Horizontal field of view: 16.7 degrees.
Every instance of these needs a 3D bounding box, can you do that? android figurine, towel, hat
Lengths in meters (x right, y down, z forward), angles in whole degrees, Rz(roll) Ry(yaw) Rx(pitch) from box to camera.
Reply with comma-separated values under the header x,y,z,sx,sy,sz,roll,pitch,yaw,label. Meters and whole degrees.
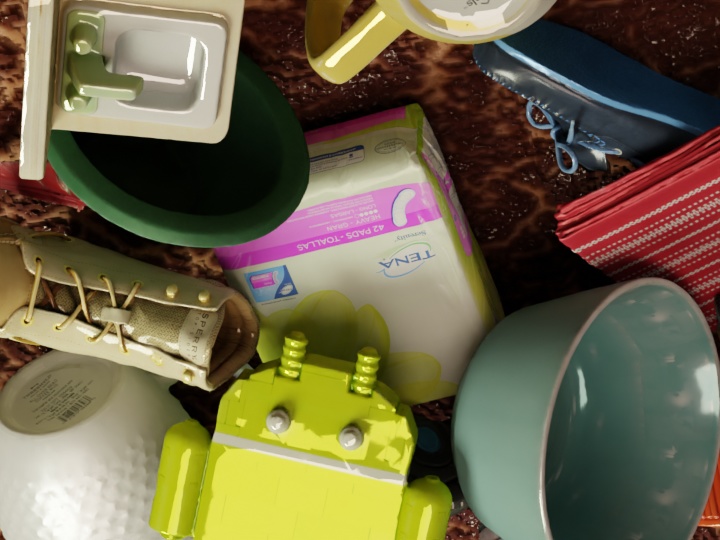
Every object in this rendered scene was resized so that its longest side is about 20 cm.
x,y,z,sx,sy,sz,roll,pitch,yaw,label
-0.035,0.137,1.494,0.181,0.041,0.201,14,102,4,android figurine
0.221,-0.024,1.508,0.144,0.023,0.200,-27,147,22,towel
-0.142,-0.041,1.473,0.165,0.201,0.176,-12,148,-33,hat

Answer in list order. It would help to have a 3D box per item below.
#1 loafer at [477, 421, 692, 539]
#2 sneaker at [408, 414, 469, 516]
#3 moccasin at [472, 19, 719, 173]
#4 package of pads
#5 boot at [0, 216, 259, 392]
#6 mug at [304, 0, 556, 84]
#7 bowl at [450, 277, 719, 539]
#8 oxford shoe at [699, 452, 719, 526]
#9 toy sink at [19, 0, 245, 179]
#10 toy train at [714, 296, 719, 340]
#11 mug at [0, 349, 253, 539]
x,y,z,sx,sy,sz,roll,pitch,yaw,label
0.153,0.130,1.658,0.200,0.063,0.072,-36,158,33,loafer
0.051,0.133,1.593,0.199,0.073,0.082,-13,155,-42,sneaker
0.149,-0.085,1.468,0.199,0.081,0.068,25,122,-18,moccasin
0.000,0.000,1.542,0.154,0.068,0.201,-13,128,11,package of pads
-0.159,0.022,1.461,0.155,0.200,0.073,17,91,22,boot
0.053,-0.187,1.341,0.148,0.154,0.187,5,128,-6,mug
0.129,0.098,1.523,0.105,0.201,0.201,8,138,38,bowl
0.277,0.135,1.651,0.199,0.072,0.072,-10,168,27,oxford shoe
-0.119,-0.151,1.337,0.111,0.201,0.131,5,127,-5,toy sink
0.319,0.038,1.555,0.199,0.086,0.114,-20,139,13,toy train
-0.146,0.129,1.607,0.199,0.148,0.176,-31,127,-16,mug
